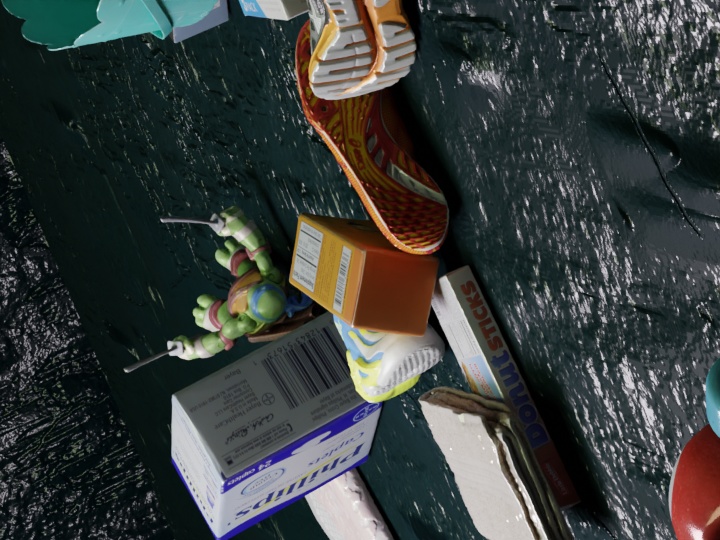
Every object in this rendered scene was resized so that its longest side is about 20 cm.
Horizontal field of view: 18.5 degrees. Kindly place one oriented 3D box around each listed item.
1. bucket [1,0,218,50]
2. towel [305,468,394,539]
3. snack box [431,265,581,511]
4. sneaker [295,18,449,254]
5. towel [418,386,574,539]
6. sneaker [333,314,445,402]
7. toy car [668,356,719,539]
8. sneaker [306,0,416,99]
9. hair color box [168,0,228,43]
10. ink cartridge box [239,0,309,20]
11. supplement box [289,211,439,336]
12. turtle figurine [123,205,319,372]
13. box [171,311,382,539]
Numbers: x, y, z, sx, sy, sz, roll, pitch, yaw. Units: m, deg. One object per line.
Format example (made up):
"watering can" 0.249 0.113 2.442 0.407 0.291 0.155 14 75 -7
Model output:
"bucket" -0.208 -0.286 1.846 0.207 0.134 0.209 14 108 50
"towel" -0.021 0.252 2.392 0.201 0.032 0.191 59 164 18
"snack box" 0.108 0.094 1.716 0.201 0.024 0.072 65 165 0
"sneaker" 0.003 -0.100 1.681 0.077 0.073 0.201 118 128 -84
"towel" 0.104 0.161 1.728 0.133 0.034 0.200 66 168 -7
"sneaker" 0.012 0.050 1.874 0.106 0.075 0.200 63 166 8
"toy car" 0.193 0.178 1.230 0.177 0.199 0.185 50 159 42
"sneaker" -0.005 -0.195 1.567 0.200 0.078 0.078 96 159 -57
"hair color box" -0.193 -0.314 2.011 0.200 0.060 0.099 56 162 31
"ink cartridge box" -0.079 -0.292 1.646 0.201 0.068 0.115 69 164 -14
"supplement box" 0.000 0.000 1.785 0.200 0.066 0.069 -142 60 -71
"turtle figurine" -0.149 0.011 2.194 0.194 0.199 0.145 -172 72 -82
"box" -0.083 0.153 2.152 0.105 0.183 0.200 58 164 17
